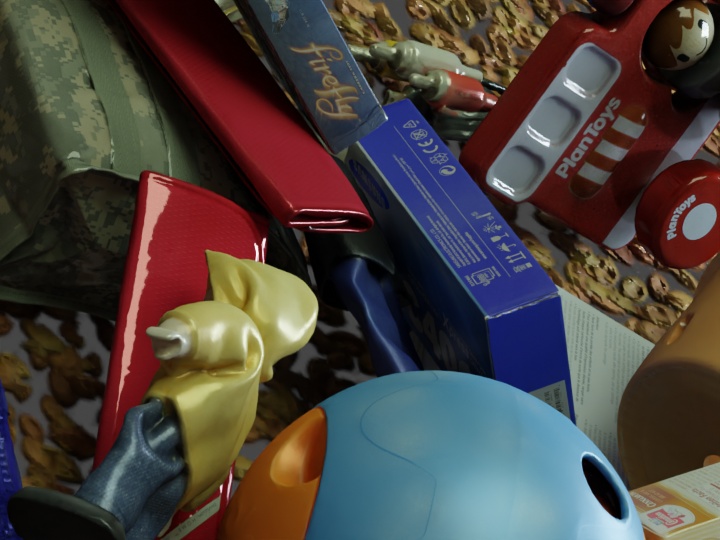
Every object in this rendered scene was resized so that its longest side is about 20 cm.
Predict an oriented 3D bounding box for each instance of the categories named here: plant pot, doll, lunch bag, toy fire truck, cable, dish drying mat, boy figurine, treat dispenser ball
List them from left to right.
[{"bbox_3d":[-0.115,-0.061,1.536,0.200,0.118,0.164,14,42,-41],"label":"lunch bag"},{"bbox_3d":[-0.081,0.058,1.326,0.064,0.125,0.200,20,50,15],"label":"boy figurine"},{"bbox_3d":[-0.085,0.058,1.403,0.077,0.018,0.201,21,68,-34],"label":"dish drying mat"},{"bbox_3d":[-0.070,-0.094,1.495,0.077,0.018,0.200,-1,47,-52],"label":"dish drying mat"},{"bbox_3d":[0.000,0.000,1.536,0.200,0.048,0.136,65,7,28],"label":"doll"},{"bbox_3d":[0.032,0.146,1.346,0.201,0.201,0.201,24,36,-19],"label":"treat dispenser ball"},{"bbox_3d":[0.090,-0.107,1.818,0.200,0.050,0.097,1,21,-37],"label":"cable"},{"bbox_3d":[0.167,-0.106,1.765,0.168,0.200,0.112,27,14,-44],"label":"toy fire truck"},{"bbox_3d":[0.229,0.078,1.566,0.140,0.200,0.200,-31,71,-36],"label":"plant pot"}]

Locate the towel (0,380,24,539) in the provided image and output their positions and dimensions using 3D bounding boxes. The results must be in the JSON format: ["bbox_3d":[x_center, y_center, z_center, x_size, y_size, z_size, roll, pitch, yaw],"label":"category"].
[{"bbox_3d":[-0.212,0.081,1.338,0.147,0.050,0.200,12,42,-34],"label":"towel"}]

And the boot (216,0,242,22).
[{"bbox_3d":[-0.078,-0.195,1.689,0.073,0.156,0.200,43,34,8],"label":"boot"}]

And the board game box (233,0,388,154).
[{"bbox_3d":[-0.060,-0.167,1.512,0.200,0.035,0.136,60,-2,-26],"label":"board game box"}]

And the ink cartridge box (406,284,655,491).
[{"bbox_3d":[0.110,0.087,1.629,0.200,0.041,0.200,29,36,-14],"label":"ink cartridge box"}]

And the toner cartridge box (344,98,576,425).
[{"bbox_3d":[0.049,0.002,1.549,0.043,0.095,0.200,-18,37,-13],"label":"toner cartridge box"}]

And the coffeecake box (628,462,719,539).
[{"bbox_3d":[0.232,0.161,1.446,0.200,0.154,0.073,-16,15,-16],"label":"coffeecake box"}]
